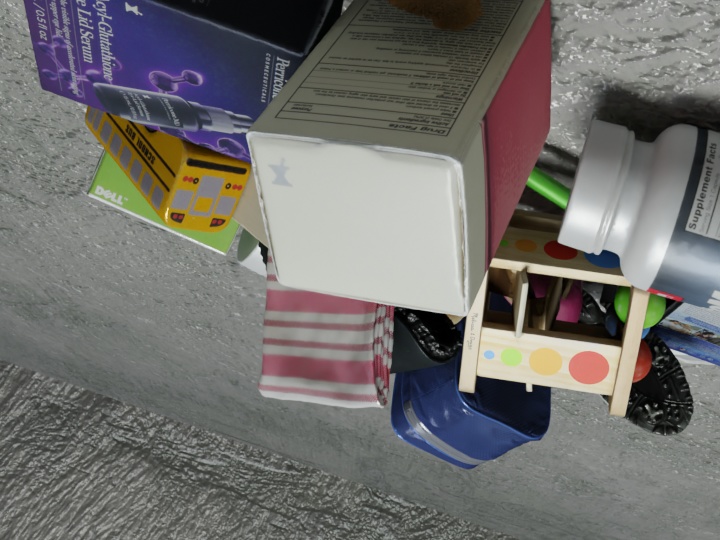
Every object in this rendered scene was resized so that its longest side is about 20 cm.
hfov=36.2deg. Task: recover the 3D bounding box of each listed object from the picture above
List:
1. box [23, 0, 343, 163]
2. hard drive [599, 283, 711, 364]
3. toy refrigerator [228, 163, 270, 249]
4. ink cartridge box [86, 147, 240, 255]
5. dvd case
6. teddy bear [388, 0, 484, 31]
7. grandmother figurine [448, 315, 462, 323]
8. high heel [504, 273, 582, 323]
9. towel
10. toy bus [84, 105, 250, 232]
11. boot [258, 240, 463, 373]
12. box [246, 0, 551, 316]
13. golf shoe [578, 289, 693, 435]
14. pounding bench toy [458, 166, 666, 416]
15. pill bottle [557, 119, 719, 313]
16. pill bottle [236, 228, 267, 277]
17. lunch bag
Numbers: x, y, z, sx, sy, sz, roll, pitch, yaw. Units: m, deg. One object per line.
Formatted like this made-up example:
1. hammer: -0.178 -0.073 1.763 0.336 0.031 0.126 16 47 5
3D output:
1. box: -0.116 -0.172 0.746 0.197 0.106 0.149 19 153 2
2. hard drive: 0.342 0.049 1.031 0.198 0.038 0.139 -1 153 44
3. toy refrigerator: -0.058 -0.066 0.856 0.075 0.071 0.199 8 -160 -41
4. ink cartridge box: -0.176 -0.074 1.026 0.146 0.077 0.200 24 -170 -14
5. dvd case: 0.333 0.048 0.948 0.140 0.018 0.200 20 162 3
6. teddy bear: 0.079 -0.205 0.571 0.142 0.068 0.200 13 156 -10
7. grandmother figurine: 0.026 -0.036 1.003 0.120 0.061 0.202 -11 124 33
8. high heel: 0.113 -0.004 1.021 0.197 0.097 0.067 21 162 -4
9. towel: -0.030 0.006 0.888 0.030 0.204 0.145 9 172 -43
10. toy bus: -0.162 -0.117 0.874 0.064 0.079 0.200 5 -150 -42
11. boot: 0.000 0.000 0.936 0.076 0.203 0.167 -14 169 -39
12. box: 0.034 -0.084 0.674 0.126 0.201 0.110 9 132 21
13. golf shoe: 0.243 0.087 1.038 0.200 0.078 0.094 49 -178 40
14. pounding bench toy: 0.170 -0.006 0.889 0.153 0.125 0.203 8 124 9
15. pill bottle: 0.245 -0.034 0.770 0.197 0.121 0.120 17 161 9
16. pill bottle: -0.018 -0.008 1.112 0.198 0.116 0.114 26 160 -20
17. lunch bag: 0.112 0.095 1.156 0.135 0.203 0.132 30 141 -24
